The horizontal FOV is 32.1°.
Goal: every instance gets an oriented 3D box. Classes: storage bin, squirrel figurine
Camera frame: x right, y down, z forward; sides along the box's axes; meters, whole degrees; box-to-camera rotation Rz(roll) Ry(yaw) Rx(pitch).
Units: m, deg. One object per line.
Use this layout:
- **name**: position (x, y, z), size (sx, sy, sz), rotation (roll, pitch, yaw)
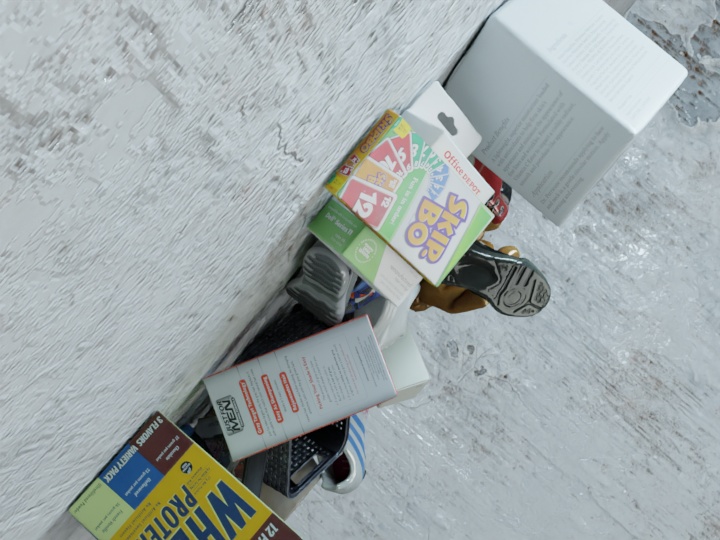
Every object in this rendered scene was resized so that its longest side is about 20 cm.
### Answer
- **storage bin**: position (-0.085, 0.173, 1.608), size (0.135, 0.093, 0.201), rotation (-38, 145, -43)
- **squirrel figurine**: position (0.087, -0.048, 1.662), size (0.199, 0.188, 0.142), rotation (-16, -159, 41)

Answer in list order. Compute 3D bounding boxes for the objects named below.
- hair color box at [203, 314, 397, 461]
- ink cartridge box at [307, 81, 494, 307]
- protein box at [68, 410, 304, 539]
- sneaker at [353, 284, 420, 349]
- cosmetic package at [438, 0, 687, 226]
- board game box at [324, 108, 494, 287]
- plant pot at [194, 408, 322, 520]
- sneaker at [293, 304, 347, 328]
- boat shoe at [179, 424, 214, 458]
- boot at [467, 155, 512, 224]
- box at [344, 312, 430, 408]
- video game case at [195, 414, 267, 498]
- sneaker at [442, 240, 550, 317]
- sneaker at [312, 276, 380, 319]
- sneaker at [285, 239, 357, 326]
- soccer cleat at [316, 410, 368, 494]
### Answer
- **hair color box**: position (-0.067, 0.133, 1.417), size (0.199, 0.102, 0.061), rotation (-21, 175, -3)
- **ink cartridge box**: position (0.056, -0.078, 1.276), size (0.200, 0.067, 0.117), rotation (-50, 134, -2)
- **protein box**: position (-0.182, 0.277, 1.324), size (0.135, 0.200, 0.199), rotation (-48, 175, -16)
- **sneaker**: position (0.017, 0.090, 1.656), size (0.088, 0.075, 0.201), rotation (-3, 137, -42)
- **cosmetic package**: position (0.217, -0.196, 1.391), size (0.165, 0.200, 0.165), rotation (-44, 173, -42)
- **board game box**: position (0.056, -0.062, 1.222), size (0.096, 0.030, 0.200), rotation (-50, 135, -1)
- **plant pot**: position (-0.154, 0.275, 1.758), size (0.200, 0.173, 0.200), rotation (-48, 175, -5)
- **sneaker**: position (-0.070, 0.085, 1.752), size (0.085, 0.078, 0.200), rotation (-44, 168, 11)
- **boat shoe**: position (-0.244, 0.275, 1.529), size (0.084, 0.069, 0.200), rotation (-44, 173, -50)
- **boot**: position (0.134, -0.089, 1.513), size (0.072, 0.145, 0.201), rotation (-16, -148, 29)
- **box**: position (0.027, 0.089, 1.810), size (0.068, 0.201, 0.082), rotation (-15, 160, -19)
- **video game case**: position (-0.170, 0.271, 1.522), size (0.180, 0.025, 0.202), rotation (-20, -123, 57)
- **sneaker**: position (0.141, -0.012, 1.531), size (0.077, 0.198, 0.114), rotation (-61, -155, 20)
- **sneaker**: position (0.000, 0.000, 1.501), size (0.078, 0.076, 0.200), rotation (-6, 165, -23)
- **sneaker**: position (-0.027, 0.001, 1.406), size (0.082, 0.075, 0.200), rotation (-53, 180, -23)
- **soccer cleat**: position (-0.028, 0.210, 1.733), size (0.069, 0.202, 0.086), rotation (-5, 178, 25)
